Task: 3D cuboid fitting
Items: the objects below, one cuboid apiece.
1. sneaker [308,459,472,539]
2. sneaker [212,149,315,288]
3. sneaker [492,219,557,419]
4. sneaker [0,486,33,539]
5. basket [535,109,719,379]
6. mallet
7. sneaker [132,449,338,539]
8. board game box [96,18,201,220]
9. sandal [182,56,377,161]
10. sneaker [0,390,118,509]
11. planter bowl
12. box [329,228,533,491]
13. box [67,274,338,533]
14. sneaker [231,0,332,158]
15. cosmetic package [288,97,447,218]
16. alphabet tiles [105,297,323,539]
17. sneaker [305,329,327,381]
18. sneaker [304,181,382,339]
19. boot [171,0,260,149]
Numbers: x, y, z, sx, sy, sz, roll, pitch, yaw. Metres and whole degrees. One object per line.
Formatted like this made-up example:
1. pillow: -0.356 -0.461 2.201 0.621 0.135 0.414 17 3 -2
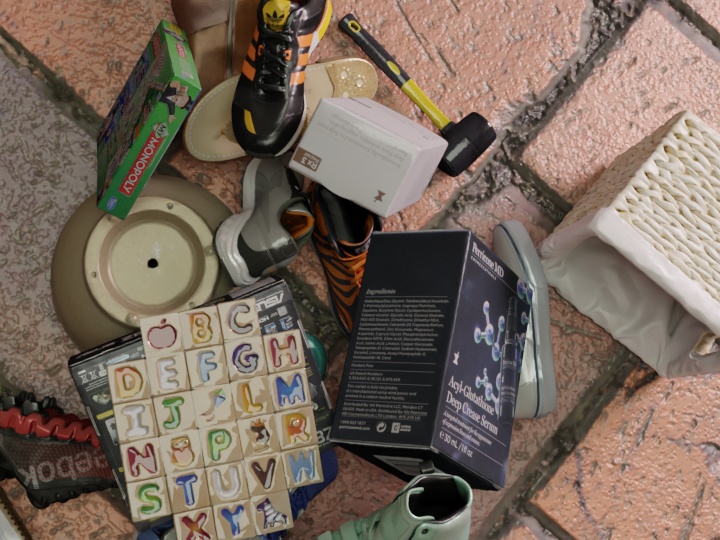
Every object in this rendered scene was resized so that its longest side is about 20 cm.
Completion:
1. sneaker: 0.002 0.224 1.040 0.200 0.118 0.074 -19 57 -19
2. sneaker: -0.074 -0.054 1.171 0.079 0.200 0.074 -15 120 18
3. sneaker: 0.146 0.050 1.237 0.071 0.073 0.201 -7 85 -13
4. sneaker: -0.371 0.240 1.142 0.108 0.070 0.200 -31 93 -12
5. basket: 0.301 -0.020 1.208 0.200 0.198 0.161 38 76 -2
6. mallet: 0.059 -0.190 1.273 0.066 0.041 0.200 -35 86 -11
7. sneaker: -0.092 0.236 1.121 0.199 0.115 0.081 -28 130 -22
8. board game box: -0.195 -0.141 1.127 0.029 0.200 0.135 28 106 -22
9. sandal: -0.065 -0.159 1.203 0.211 0.070 0.078 -23 113 -24
10. sneaker: -0.255 0.179 1.154 0.200 0.071 0.098 13 90 12
11. planter bowl: -0.194 0.000 1.163 0.199 0.135 0.201 1 83 -7
12. box: 0.069 0.083 1.137 0.107 0.148 0.201 -1 68 32
13. box: -0.132 0.114 1.090 0.199 0.049 0.162 -23 101 -11
14. sneaker: -0.079 -0.202 1.144 0.070 0.090 0.201 9 65 12
15. cosmetic package: 0.013 -0.109 1.155 0.101 0.200 0.074 28 101 5
16. alphabet tiles: -0.121 0.130 1.056 0.166 0.006 0.201 -10 92 -11
17. sneaker: -0.099 0.142 1.188 0.077 0.080 0.200 39 79 -3
18. sneaker: 0.000 0.000 1.201 0.077 0.112 0.200 -30 89 -10
19. boot: -0.092 -0.219 1.239 0.188 0.068 0.201 -6 91 -21
